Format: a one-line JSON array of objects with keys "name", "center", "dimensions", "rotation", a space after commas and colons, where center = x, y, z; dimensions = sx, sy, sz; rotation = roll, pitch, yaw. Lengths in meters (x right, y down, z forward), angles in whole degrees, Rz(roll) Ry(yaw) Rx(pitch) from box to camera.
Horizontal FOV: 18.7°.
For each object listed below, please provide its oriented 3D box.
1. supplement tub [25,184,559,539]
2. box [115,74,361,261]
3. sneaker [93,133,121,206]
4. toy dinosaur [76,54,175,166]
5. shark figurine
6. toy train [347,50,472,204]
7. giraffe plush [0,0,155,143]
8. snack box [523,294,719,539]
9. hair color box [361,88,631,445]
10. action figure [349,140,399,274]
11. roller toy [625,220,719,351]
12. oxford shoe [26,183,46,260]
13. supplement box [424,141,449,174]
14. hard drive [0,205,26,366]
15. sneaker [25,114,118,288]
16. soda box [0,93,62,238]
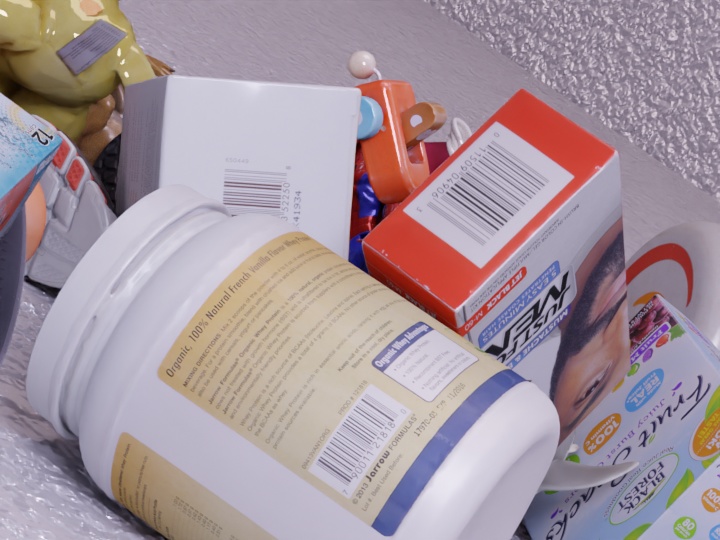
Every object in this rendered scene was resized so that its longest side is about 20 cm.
[{"name": "supplement tub", "center": [-0.030, 0.065, 0.947], "dimensions": [0.200, 0.145, 0.144], "rotation": [34, 13, 16]}, {"name": "box", "center": [-0.070, -0.035, 1.141], "dimensions": [0.097, 0.125, 0.200], "rotation": [3, 3, -12]}, {"name": "sneaker", "center": [-0.090, -0.014, 1.375], "dimensions": [0.200, 0.072, 0.083], "rotation": [35, -16, 29]}, {"name": "toy dinosaur", "center": [-0.180, -0.103, 1.431], "dimensions": [0.200, 0.106, 0.060], "rotation": [37, 14, 0]}, {"name": "shark figurine", "center": [0.083, 0.070, 1.202], "dimensions": [0.215, 0.128, 0.090], "rotation": [-59, 132, -73]}, {"name": "toy train", "center": [0.055, -0.043, 1.196], "dimensions": [0.055, 0.151, 0.200], "rotation": [-13, -7, 21]}, {"name": "giraffe plush", "center": [-0.186, -0.173, 1.322], "dimensions": [0.200, 0.163, 0.173], "rotation": [-12, -44, 35]}, {"name": "snack box", "center": [0.155, 0.107, 1.203], "dimensions": [0.053, 0.142, 0.200], "rotation": [39, 10, -17]}, {"name": "hair color box", "center": [0.071, 0.019, 1.049], "dimensions": [0.064, 0.111, 0.200], "rotation": [37, -19, 26]}, {"name": "action figure", "center": [0.000, 0.000, 1.199], "dimensions": [0.052, 0.065, 0.201], "rotation": [21, 58, -39]}, {"name": "roller toy", "center": [0.235, 0.074, 1.439], "dimensions": [0.139, 0.183, 0.200], "rotation": [27, 12, -17]}, {"name": "oxford shoe", "center": [-0.247, -0.074, 1.191], "dimensions": [0.073, 0.071, 0.200], "rotation": [9, 24, -47]}, {"name": "supplement box", "center": [0.032, -0.019, 1.317], "dimensions": [0.200, 0.061, 0.109], "rotation": [-5, 75, -39]}, {"name": "hard drive", "center": [-0.223, -0.017, 1.016], "dimensions": [0.135, 0.042, 0.200], "rotation": [26, 23, -18]}, {"name": "sneaker", "center": [-0.181, -0.050, 1.240], "dimensions": [0.200, 0.077, 0.082], "rotation": [41, 10, 39]}, {"name": "soda box", "center": [-0.201, -0.014, 0.906], "dimensions": [0.068, 0.064, 0.200], "rotation": [37, 32, -1]}]
